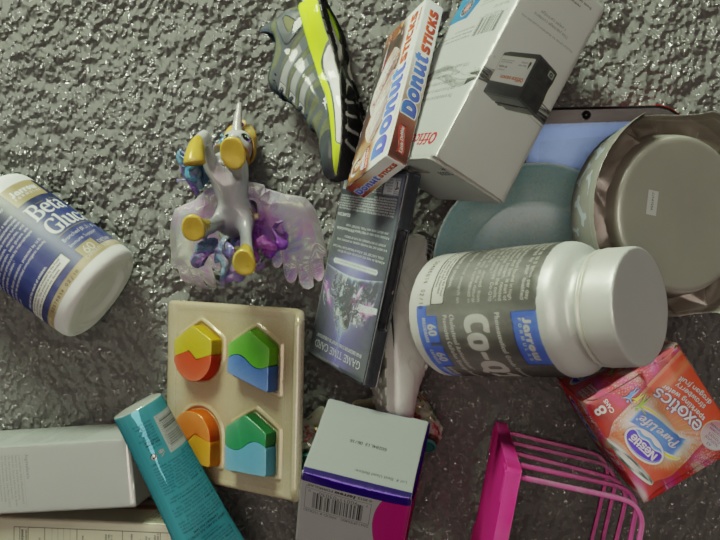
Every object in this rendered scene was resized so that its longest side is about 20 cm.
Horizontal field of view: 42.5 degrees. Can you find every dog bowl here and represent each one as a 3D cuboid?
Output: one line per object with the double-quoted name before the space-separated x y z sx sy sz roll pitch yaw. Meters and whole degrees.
"dog bowl" 0.282 -0.050 0.853 0.199 0.059 0.201 1 88 -21

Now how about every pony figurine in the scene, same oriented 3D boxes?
"pony figurine" -0.122 -0.059 0.912 0.166 0.200 0.194 -4 106 1

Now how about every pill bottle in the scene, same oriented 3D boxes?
"pill bottle" -0.348 -0.031 0.966 0.200 0.111 0.111 35 96 6
"pill bottle" 0.149 0.035 0.792 0.199 0.113 0.114 -6 90 45

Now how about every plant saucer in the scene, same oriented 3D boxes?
"plant saucer" 0.171 -0.005 0.908 0.200 0.039 0.202 1 98 7

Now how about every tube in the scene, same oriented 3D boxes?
"tube" -0.173 0.220 0.910 0.050 0.077 0.201 -20 98 52

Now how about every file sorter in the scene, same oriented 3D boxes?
"file sorter" 0.176 0.238 0.854 0.125 0.200 0.140 12 93 5

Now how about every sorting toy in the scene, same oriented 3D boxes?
"sorting toy" -0.135 0.127 0.930 0.199 0.036 0.186 2 92 38

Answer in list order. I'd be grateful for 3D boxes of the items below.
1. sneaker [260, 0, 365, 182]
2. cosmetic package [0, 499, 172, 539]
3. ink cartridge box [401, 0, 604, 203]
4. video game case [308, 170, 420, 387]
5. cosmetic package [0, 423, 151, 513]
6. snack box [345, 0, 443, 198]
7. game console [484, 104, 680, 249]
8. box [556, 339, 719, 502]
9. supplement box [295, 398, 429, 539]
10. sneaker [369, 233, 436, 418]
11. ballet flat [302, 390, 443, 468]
"sneaker" -0.048 -0.180 0.940 0.081 0.074 0.201 -17 73 19
"cosmetic package" -0.268 0.299 0.973 0.199 0.087 0.104 1 93 7
"ink cartridge box" 0.115 -0.168 0.857 0.084 0.145 0.201 30 85 -20
"video game case" 0.000 0.000 0.909 0.019 0.143 0.201 9 94 -25
"cosmetic package" -0.314 0.206 0.972 0.199 0.101 0.072 -5 91 9
"snack box" 0.034 -0.166 0.880 0.024 0.072 0.201 28 57 -22
"game console" 0.224 -0.074 0.924 0.199 0.031 0.178 0 91 9
"box" 0.250 0.123 0.838 0.095 0.200 0.100 -32 87 5
"supplement box" -0.003 0.236 0.882 0.101 0.104 0.201 12 125 7
"sneaker" 0.049 0.058 0.914 0.080 0.076 0.201 4 76 -16
"ballet flat" -0.014 0.168 0.953 0.199 0.076 0.064 -10 59 4
